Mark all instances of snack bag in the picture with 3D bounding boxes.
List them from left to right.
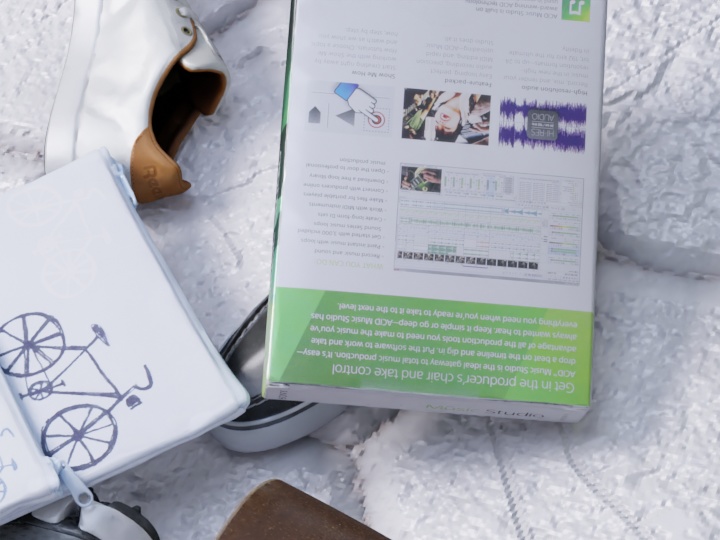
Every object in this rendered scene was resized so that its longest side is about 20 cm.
[{"bbox_3d":[-0.168,0.038,1.231,0.199,0.021,0.189,-23,50,-11],"label":"snack bag"}]

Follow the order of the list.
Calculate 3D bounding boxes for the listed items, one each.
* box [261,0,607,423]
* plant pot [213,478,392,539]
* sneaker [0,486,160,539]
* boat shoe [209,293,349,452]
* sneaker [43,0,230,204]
[{"bbox_3d":[0.034,-0.036,1.217,0.144,0.036,0.201,5,73,-3],"label":"box"},{"bbox_3d":[0.028,0.200,1.041,0.199,0.187,0.187,19,62,12],"label":"plant pot"},{"bbox_3d":[-0.194,0.130,1.216,0.199,0.067,0.091,10,56,22],"label":"sneaker"},{"bbox_3d":[0.000,0.000,1.254,0.200,0.057,0.069,-42,54,-14],"label":"boat shoe"},{"bbox_3d":[-0.099,-0.120,1.371,0.084,0.073,0.201,0,66,15],"label":"sneaker"}]
